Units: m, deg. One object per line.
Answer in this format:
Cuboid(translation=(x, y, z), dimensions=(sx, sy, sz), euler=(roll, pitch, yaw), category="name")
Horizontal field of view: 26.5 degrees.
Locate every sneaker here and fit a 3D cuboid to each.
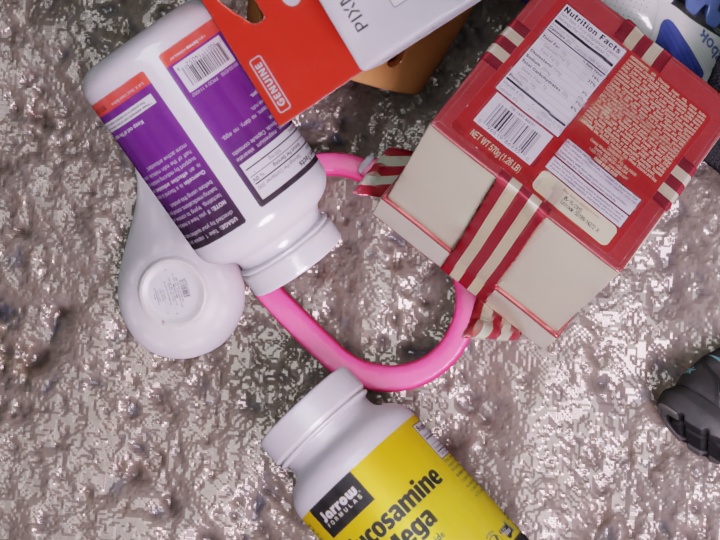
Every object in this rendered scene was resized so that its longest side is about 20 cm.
Cuboid(translation=(0.309, 0.124, 1.083), dimensions=(0.200, 0.076, 0.079), euler=(37, 73, 27), category="sneaker")
Cuboid(translation=(0.197, -0.159, 1.114), dimensions=(0.198, 0.081, 0.116), euler=(14, 93, -20), category="sneaker")

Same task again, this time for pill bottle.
Cuboid(translation=(0.024, 0.170, 1.100), dimensions=(0.112, 0.112, 0.200), euler=(-43, 83, 0), category="pill bottle")
Cuboid(translation=(-0.101, -0.085, 1.091), dimensions=(0.112, 0.112, 0.200), euler=(-34, 101, 1), category="pill bottle")

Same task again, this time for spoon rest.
Cuboid(translation=(-0.149, -0.031, 1.170), dimensions=(0.099, 0.061, 0.201), euler=(-13, 97, 5), category="spoon rest")

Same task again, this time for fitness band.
Cuboid(translation=(0.000, 0.000, 1.157), dimensions=(0.200, 0.037, 0.144), euler=(44, 90, 8), category="fitness band")

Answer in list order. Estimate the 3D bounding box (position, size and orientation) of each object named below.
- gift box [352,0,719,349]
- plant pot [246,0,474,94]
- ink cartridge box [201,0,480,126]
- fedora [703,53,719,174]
Cuboid(translation=(0.115, -0.065, 1.068), dimensions=(0.184, 0.187, 0.200), euler=(43, 69, 5), category="gift box")
Cuboid(translation=(0.001, -0.216, 1.110), dimensions=(0.199, 0.200, 0.141), euler=(21, 103, 6), category="plant pot")
Cuboid(translation=(-0.042, -0.218, 0.999), dimensions=(0.173, 0.044, 0.201), euler=(-31, 93, 20), category="ink cartridge box")
Cuboid(translation=(0.298, -0.125, 1.077), dimensions=(0.091, 0.201, 0.201), euler=(32, 88, 18), category="fedora")
